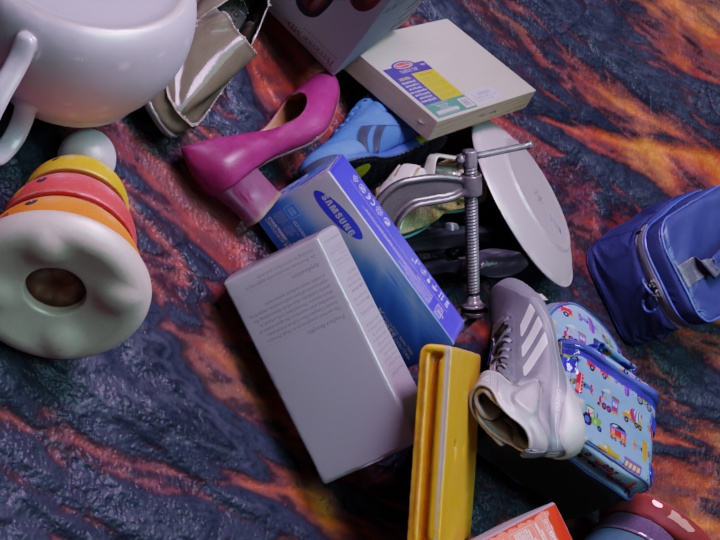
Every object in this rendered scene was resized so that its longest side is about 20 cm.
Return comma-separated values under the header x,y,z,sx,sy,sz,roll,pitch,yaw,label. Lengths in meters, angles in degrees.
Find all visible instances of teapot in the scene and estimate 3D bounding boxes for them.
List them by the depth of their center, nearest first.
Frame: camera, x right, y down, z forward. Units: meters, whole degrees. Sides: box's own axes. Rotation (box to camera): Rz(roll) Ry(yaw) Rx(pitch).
x,y,z,sx,sy,sz,roll,pitch,yaw,label
-0.234,-0.183,1.297,0.199,0.147,0.198,-3,45,-28,teapot

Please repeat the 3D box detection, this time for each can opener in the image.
x,y,z,sx,sy,sz,roll,pitch,yaw,label
0.073,-0.016,1.576,0.199,0.078,0.064,-2,82,-35,can opener

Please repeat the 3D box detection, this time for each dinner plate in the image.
x,y,z,sx,sy,sz,roll,pitch,yaw,label
0.178,-0.076,1.674,0.200,0.024,0.201,50,24,-31,dinner plate

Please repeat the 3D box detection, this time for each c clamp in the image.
x,y,z,sx,sy,sz,roll,pitch,yaw,label
0.086,-0.020,1.522,0.170,0.027,0.201,-5,109,-23,c clamp

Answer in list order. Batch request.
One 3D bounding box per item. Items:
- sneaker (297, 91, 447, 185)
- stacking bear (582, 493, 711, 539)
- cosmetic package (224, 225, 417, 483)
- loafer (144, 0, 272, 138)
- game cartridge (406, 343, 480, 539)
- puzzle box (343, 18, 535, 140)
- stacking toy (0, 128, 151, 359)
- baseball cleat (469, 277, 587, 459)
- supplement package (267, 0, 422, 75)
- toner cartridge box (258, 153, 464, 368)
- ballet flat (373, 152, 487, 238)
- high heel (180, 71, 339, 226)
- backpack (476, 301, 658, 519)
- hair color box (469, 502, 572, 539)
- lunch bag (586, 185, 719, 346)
x,y,z,sx,sy,sz,roll,pitch,yaw,label
-0.002,-0.127,1.556,0.200,0.066,0.079,-23,72,-45,sneaker
0.250,0.328,1.570,0.114,0.121,0.200,48,54,-21,stacking bear
-0.027,0.072,1.401,0.201,0.101,0.074,64,17,-4,cosmetic package
-0.137,-0.203,1.435,0.075,0.069,0.201,51,43,-35,loafer
0.077,0.158,1.422,0.200,0.032,0.178,28,66,-78,game cartridge
0.078,-0.199,1.626,0.133,0.025,0.200,43,34,19,puzzle box
-0.232,-0.042,1.271,0.146,0.146,0.201,36,32,-28,stacking toy
0.140,0.084,1.464,0.106,0.070,0.201,3,45,-28,baseball cleat
-0.009,-0.335,1.500,0.191,0.200,0.147,44,46,2,supplement package
0.000,0.000,1.468,0.200,0.095,0.043,53,30,-12,toner cartridge box
0.062,-0.080,1.581,0.200,0.071,0.071,-21,88,-50,ballet flat
-0.087,-0.140,1.467,0.096,0.067,0.200,47,47,-22,high heel
0.209,0.122,1.597,0.182,0.134,0.201,37,48,-28,backpack
0.084,0.276,1.389,0.199,0.101,0.062,-21,81,-28,hair color box
0.362,-0.009,1.798,0.200,0.132,0.136,-31,95,-47,lunch bag
